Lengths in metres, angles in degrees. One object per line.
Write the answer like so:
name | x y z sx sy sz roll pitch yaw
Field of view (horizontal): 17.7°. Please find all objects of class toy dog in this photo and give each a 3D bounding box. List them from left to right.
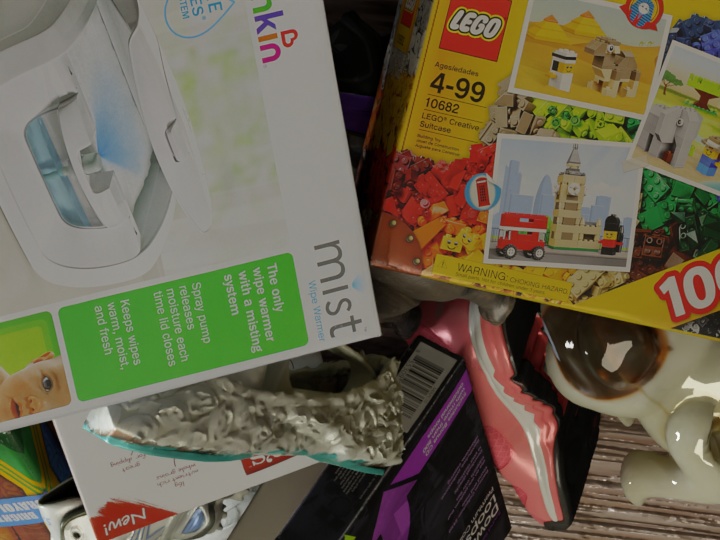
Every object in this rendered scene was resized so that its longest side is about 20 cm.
toy dog | 0.185 0.043 1.169 0.198 0.140 0.194 17 141 -11

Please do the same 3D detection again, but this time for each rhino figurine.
rhino figurine | 0.000 0.000 1.197 0.087 0.060 0.199 18 160 -35

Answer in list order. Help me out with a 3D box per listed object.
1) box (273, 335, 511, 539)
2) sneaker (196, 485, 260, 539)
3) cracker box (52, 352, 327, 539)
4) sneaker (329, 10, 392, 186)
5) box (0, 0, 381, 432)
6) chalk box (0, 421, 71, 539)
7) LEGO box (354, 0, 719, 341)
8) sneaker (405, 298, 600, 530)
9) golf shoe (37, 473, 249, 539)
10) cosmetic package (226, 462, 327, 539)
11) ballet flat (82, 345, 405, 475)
box | 0.021 0.144 1.238 0.036 0.143 0.200 26 157 24
sneaker | -0.075 0.114 1.375 0.099 0.075 0.200 7 147 -33
cracker box | -0.092 0.025 1.100 0.133 0.058 0.201 -20 132 -8
sneaker | 0.060 -0.075 1.090 0.199 0.070 0.100 9 110 -32
box | -0.097 -0.057 0.959 0.175 0.097 0.202 -13 110 -8
chalk box | -0.211 0.097 1.313 0.124 0.125 0.201 -4 141 15
LEGO box | 0.107 -0.060 1.020 0.198 0.077 0.150 11 100 -14
sneaker | 0.076 0.069 1.291 0.086 0.074 0.201 4 141 26
golf shoe | -0.141 0.149 1.249 0.097 0.078 0.201 20 106 -30
cosmetic package | -0.031 0.171 1.296 0.073 0.201 0.104 28 166 19
ballet flat | -0.048 0.052 1.047 0.071 0.072 0.199 -22 161 32
